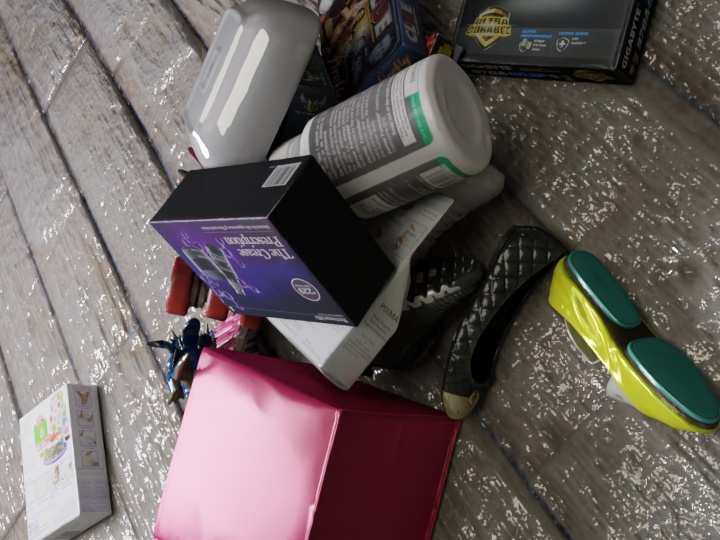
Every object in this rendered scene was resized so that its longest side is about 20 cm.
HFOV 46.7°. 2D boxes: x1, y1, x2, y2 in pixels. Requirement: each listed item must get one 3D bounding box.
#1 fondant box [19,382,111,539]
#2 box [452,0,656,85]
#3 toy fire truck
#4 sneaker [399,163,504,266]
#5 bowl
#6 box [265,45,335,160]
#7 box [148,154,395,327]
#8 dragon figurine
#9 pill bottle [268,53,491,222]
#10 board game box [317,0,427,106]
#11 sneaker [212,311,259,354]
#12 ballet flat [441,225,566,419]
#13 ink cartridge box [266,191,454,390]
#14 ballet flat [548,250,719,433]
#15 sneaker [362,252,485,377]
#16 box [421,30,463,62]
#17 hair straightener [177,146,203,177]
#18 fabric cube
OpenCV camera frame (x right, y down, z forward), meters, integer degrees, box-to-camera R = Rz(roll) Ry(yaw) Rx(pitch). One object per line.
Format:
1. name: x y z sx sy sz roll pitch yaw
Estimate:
1. fondant box: -0.446 0.291 1.254 0.144 0.058 0.202 -33 60 31
2. box: 0.193 -0.272 0.822 0.199 0.046 0.161 18 93 43
3. toy fire truck: -0.153 -0.034 0.972 0.200 0.111 0.170 -102 24 -71
4. sneaker: 0.070 -0.050 0.860 0.199 0.074 0.101 -22 55 47
5. bowl: -0.126 -0.197 0.879 0.201 0.074 0.200 -63 24 14
6. box: -0.080 -0.171 0.958 0.201 0.050 0.159 -108 29 -56
7. box: -0.086 -0.025 0.786 0.199 0.141 0.079 2 51 48
8. dragon figurine: -0.192 0.091 0.903 0.058 0.200 0.100 -26 73 -1
9. pill bottle: 0.014 -0.112 0.791 0.198 0.113 0.114 -20 67 32
10. board game box: 0.007 -0.269 0.918 0.135 0.034 0.202 -38 45 40
11. sneaker: -0.143 0.133 1.013 0.073 0.087 0.201 -32 38 30
12. ballet flat: 0.129 0.053 0.791 0.056 0.066 0.202 27 100 30
13. ink cartridge box: 0.000 0.000 0.838 0.200 0.057 0.162 -47 34 -6
14. ballet flat: 0.224 0.070 0.711 0.201 0.066 0.067 59 139 37
15. sneaker: 0.052 0.051 0.856 0.199 0.091 0.067 -29 27 26
16. box: 0.021 -0.201 0.934 0.200 0.040 0.138 32 101 57
17. hair straightener: -0.193 -0.092 1.139 0.200 0.041 0.077 41 107 35
18. fabric cube: -0.050 0.204 0.826 0.198 0.199 0.199 13 88 40
